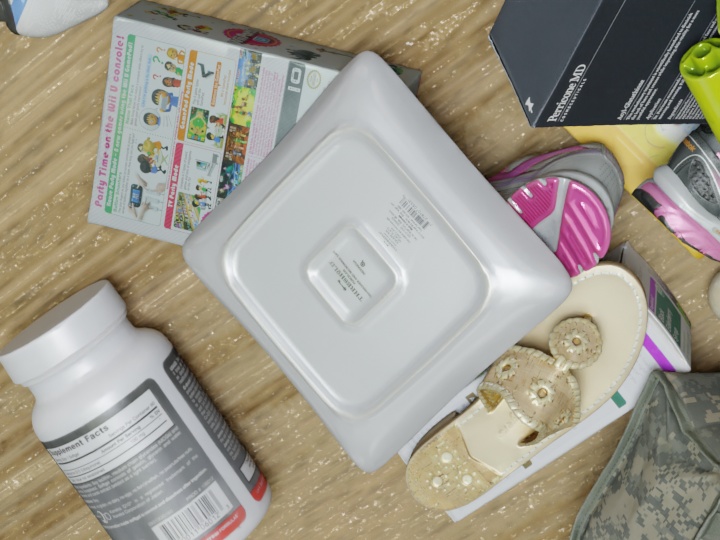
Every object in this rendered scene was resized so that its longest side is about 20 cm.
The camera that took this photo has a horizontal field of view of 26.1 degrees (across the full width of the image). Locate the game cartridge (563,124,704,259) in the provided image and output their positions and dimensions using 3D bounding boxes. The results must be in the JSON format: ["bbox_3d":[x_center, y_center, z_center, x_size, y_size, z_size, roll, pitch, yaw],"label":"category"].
[{"bbox_3d":[0.225,-0.132,0.969,0.176,0.032,0.200,43,115,-6],"label":"game cartridge"}]

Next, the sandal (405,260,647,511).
[{"bbox_3d":[0.103,0.090,0.975,0.078,0.070,0.212,41,114,-5],"label":"sandal"}]

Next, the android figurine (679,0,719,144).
[{"bbox_3d":[0.263,-0.110,0.802,0.181,0.041,0.200,-15,136,26],"label":"android figurine"}]

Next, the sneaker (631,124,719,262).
[{"bbox_3d":[0.269,-0.031,0.949,0.199,0.080,0.087,24,110,-28],"label":"sneaker"}]

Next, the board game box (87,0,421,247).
[{"bbox_3d":[-0.072,-0.083,1.036,0.198,0.064,0.149,15,113,5],"label":"board game box"}]

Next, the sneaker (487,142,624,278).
[{"bbox_3d":[0.099,-0.023,1.012,0.199,0.088,0.082,-21,106,45],"label":"sneaker"}]

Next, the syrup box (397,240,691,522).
[{"bbox_3d":[0.122,0.076,1.048,0.199,0.079,0.082,-36,100,22],"label":"syrup box"}]

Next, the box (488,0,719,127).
[{"bbox_3d":[0.173,-0.171,0.824,0.140,0.079,0.201,-5,143,-26],"label":"box"}]

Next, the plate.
[{"bbox_3d":[0.000,0.000,0.975,0.200,0.032,0.200,-44,81,25],"label":"plate"}]

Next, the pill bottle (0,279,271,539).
[{"bbox_3d":[-0.161,0.114,1.105,0.115,0.116,0.201,-29,102,21],"label":"pill bottle"}]

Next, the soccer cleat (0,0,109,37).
[{"bbox_3d":[-0.212,-0.254,1.005,0.086,0.070,0.202,-11,109,-6],"label":"soccer cleat"}]

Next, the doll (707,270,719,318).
[{"bbox_3d":[0.297,0.061,0.973,0.200,0.136,0.049,45,133,31],"label":"doll"}]

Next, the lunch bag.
[{"bbox_3d":[0.238,0.170,1.014,0.163,0.118,0.201,2,128,-25],"label":"lunch bag"}]
